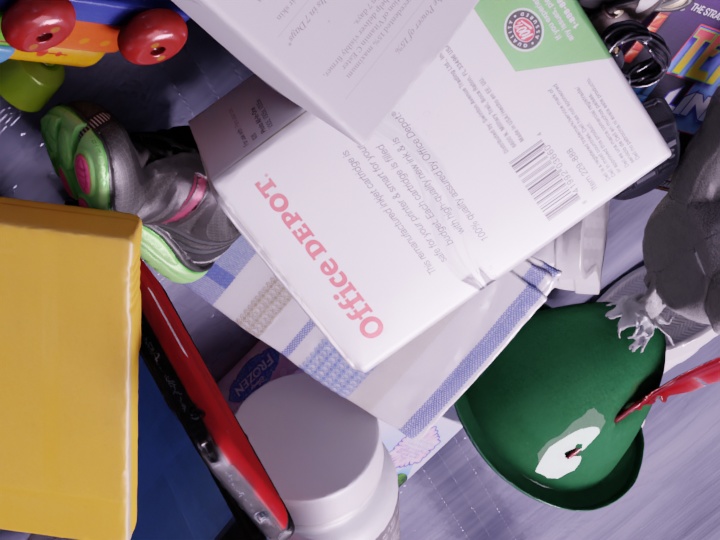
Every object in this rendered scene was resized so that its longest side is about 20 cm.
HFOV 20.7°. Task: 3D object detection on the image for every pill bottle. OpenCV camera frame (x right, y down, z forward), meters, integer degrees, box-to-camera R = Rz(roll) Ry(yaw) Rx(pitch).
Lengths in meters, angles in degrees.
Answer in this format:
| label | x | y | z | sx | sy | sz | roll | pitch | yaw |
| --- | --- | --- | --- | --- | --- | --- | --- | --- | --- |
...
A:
| label | x | y | z | sx | sy | sz | roll | pitch | yaw |
| --- | --- | --- | --- | --- | --- | --- | --- | --- | --- |
| pill bottle | -0.030 | 0.162 | 1.280 | 0.113 | 0.114 | 0.201 | -23 | 144 | -15 |

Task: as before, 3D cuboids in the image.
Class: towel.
| label | x | y | z | sx | sy | sz | roll | pitch | yaw |
| --- | --- | --- | --- | --- | --- | --- | --- | --- | --- |
| towel | 0.000 | 0.000 | 1.163 | 0.199 | 0.024 | 0.147 | 34 | 113 | -12 |

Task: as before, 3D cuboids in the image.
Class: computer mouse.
| label | x | y | z | sx | sy | sz | roll | pitch | yaw |
| --- | --- | --- | --- | --- | --- | --- | --- | --- | --- |
| computer mouse | 0.153 | -0.096 | 1.144 | 0.058 | 0.034 | 0.200 | -27 | 155 | -2 |

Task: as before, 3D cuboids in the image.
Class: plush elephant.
| label | x | y | z | sx | sy | sz | roll | pitch | yaw |
| --- | --- | --- | --- | --- | --- | --- | --- | --- | --- |
| plush elephant | 0.268 | -0.012 | 1.255 | 0.154 | 0.166 | 0.200 | -7 | 156 | -29 |

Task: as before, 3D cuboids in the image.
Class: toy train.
| label | x | y | z | sx | sy | sz | roll | pitch | yaw |
| --- | --- | --- | --- | --- | --- | --- | --- | --- | --- |
| toy train | -0.135 | -0.119 | 0.964 | 0.116 | 0.085 | 0.199 | -37 | 157 | 34 |

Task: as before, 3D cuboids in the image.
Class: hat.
| label | x | y | z | sx | sy | sz | roll | pitch | yaw |
| --- | --- | --- | --- | --- | --- | --- | --- | --- | --- |
| hat | 0.182 | 0.046 | 1.311 | 0.199 | 0.166 | 0.176 | -19 | 163 | -47 |

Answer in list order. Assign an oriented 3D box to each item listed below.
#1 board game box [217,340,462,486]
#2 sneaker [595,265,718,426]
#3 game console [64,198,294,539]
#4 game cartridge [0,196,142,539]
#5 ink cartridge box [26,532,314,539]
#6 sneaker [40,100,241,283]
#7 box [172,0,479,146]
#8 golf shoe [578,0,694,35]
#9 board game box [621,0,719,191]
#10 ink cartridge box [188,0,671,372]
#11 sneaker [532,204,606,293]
| label | x | y | z | sx | sy | sz | roll | pitch | yaw |
| --- | --- | --- | --- | --- | --- | --- | --- | --- | --- |
| board game box | -0.056 | 0.138 | 1.367 | 0.200 | 0.041 | 0.200 | -45 | 144 | 16 |
| sneaker | 0.209 | 0.064 | 1.481 | 0.199 | 0.074 | 0.116 | -30 | 149 | 10 |
| game console | -0.134 | 0.089 | 1.100 | 0.118 | 0.200 | 0.173 | -33 | 146 | -1 |
| game cartridge | -0.201 | 0.049 | 1.022 | 0.175 | 0.033 | 0.201 | 8 | 123 | 2 |
| ink cartridge box | -0.092 | 0.223 | 1.228 | 0.084 | 0.199 | 0.176 | -59 | 157 | -33 |
| sneaker | -0.107 | -0.055 | 1.050 | 0.084 | 0.077 | 0.200 | -35 | 163 | 5 |
| box | -0.044 | -0.170 | 0.870 | 0.200 | 0.097 | 0.125 | 41 | 87 | -34 |
| golf shoe | 0.121 | -0.151 | 1.108 | 0.200 | 0.078 | 0.094 | -40 | 161 | 14 |
| board game box | 0.210 | -0.131 | 1.247 | 0.199 | 0.057 | 0.166 | 8 | 129 | -45 |
| ink cartridge box | 0.033 | -0.068 | 1.006 | 0.200 | 0.084 | 0.146 | -35 | 120 | 4 |
| sneaker | 0.099 | -0.025 | 1.273 | 0.115 | 0.074 | 0.200 | 3 | 177 | 13 |
